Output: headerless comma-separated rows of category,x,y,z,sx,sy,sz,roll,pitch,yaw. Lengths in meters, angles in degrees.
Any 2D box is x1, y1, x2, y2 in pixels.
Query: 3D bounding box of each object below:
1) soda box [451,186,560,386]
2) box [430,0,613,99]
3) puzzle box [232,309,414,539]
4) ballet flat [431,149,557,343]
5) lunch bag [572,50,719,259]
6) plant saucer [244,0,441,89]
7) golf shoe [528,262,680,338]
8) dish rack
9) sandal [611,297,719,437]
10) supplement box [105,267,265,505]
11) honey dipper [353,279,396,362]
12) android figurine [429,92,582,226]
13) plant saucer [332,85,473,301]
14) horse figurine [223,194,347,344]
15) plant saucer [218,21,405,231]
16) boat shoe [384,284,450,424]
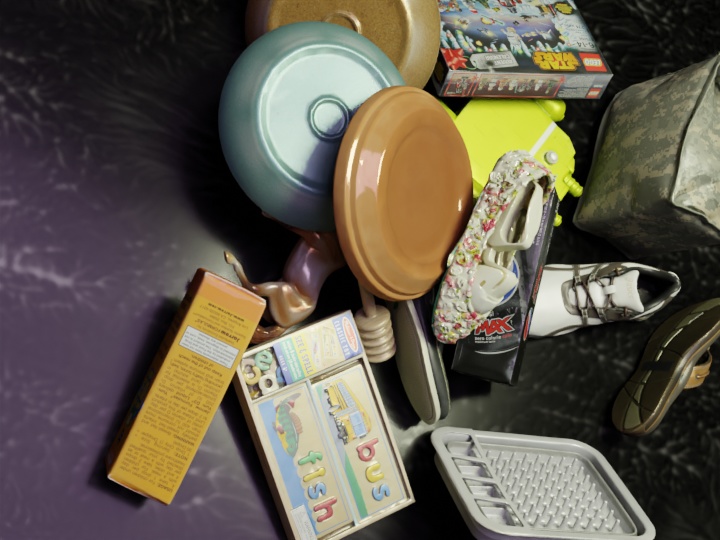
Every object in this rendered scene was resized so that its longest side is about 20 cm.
soda box,0.147,0.012,1.253,0.063,0.071,0.203,12,85,14
box,0.156,-0.246,1.333,0.198,0.040,0.138,-3,53,-23
puzzle box,-0.036,0.154,1.191,0.132,0.025,0.202,-21,94,-25
ballet flat,0.128,-0.020,1.184,0.075,0.064,0.202,24,87,-49
lunch bag,0.336,-0.127,1.337,0.117,0.163,0.202,26,71,-24
plant saucer,-0.019,-0.236,1.228,0.197,0.035,0.203,1,104,4
golf shoe,0.244,0.022,1.311,0.198,0.094,0.079,-9,83,-22
dish rack,0.171,0.223,1.217,0.198,0.172,0.044,7,114,-20
sandal,0.344,0.108,1.344,0.055,0.081,0.201,49,63,-24
supplement box,-0.158,0.102,1.113,0.068,0.066,0.202,24,88,-14
honey dipper,0.000,0.000,1.184,0.038,0.038,0.202,-32,129,-25
android figurine,0.154,-0.133,1.338,0.200,0.041,0.182,44,66,-6
plant saucer,0.049,-0.071,1.164,0.199,0.037,0.203,-6,98,-51
horse figurine,-0.068,-0.005,1.195,0.132,0.050,0.201,36,83,-23
plant saucer,-0.033,-0.139,1.169,0.197,0.036,0.203,2,85,-18
boat shoe,0.065,0.051,1.243,0.067,0.072,0.203,-7,78,-22
